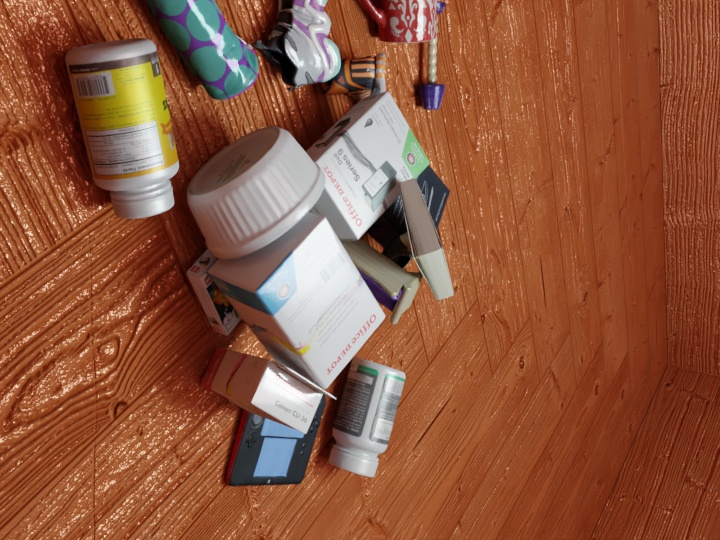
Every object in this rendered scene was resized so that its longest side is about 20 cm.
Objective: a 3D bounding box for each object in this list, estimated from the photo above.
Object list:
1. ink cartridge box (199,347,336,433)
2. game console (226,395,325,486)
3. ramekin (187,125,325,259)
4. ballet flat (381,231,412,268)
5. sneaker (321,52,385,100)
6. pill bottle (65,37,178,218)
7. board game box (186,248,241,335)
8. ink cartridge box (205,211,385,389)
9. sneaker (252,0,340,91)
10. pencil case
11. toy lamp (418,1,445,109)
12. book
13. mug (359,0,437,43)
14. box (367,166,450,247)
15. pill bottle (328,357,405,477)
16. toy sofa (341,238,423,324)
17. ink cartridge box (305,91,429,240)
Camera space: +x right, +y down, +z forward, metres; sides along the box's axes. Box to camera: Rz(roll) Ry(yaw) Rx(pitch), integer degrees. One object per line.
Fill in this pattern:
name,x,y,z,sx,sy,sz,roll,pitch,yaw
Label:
ink cartridge box,-0.139,0.179,1.118,0.116,0.198,0.069,36,70,-34
game console,-0.140,0.283,1.304,0.198,0.030,0.182,21,81,-53
ramekin,-0.153,-0.117,1.057,0.204,0.199,0.095,-53,124,-32
ballet flat,0.052,0.010,1.403,0.065,0.057,0.202,15,120,-39
sneaker,-0.011,-0.326,1.300,0.200,0.109,0.080,76,15,-83
pill bottle,-0.285,-0.173,0.925,0.108,0.107,0.205,-31,122,-46
board game box,-0.176,-0.017,1.163,0.201,0.034,0.128,-53,146,-32
ink cartridge box,-0.090,0.035,1.090,0.147,0.144,0.202,-47,127,-21
sneaker,-0.113,-0.376,1.146,0.138,0.077,0.205,-30,109,-34
pencil case,-0.215,-0.332,1.005,0.093,0.084,0.201,-47,136,-15
toy lamp,0.142,-0.425,1.501,0.058,0.057,0.206,-19,112,-50
book,0.113,-0.049,1.262,0.200,0.047,0.137,56,19,-64
mug,0.061,-0.516,1.341,0.134,0.172,0.205,-89,176,-65
box,0.070,-0.137,1.430,0.200,0.102,0.151,41,66,-51
pill bottle,0.010,0.279,1.440,0.112,0.111,0.205,28,76,-52
toy sofa,0.000,0.000,1.277,0.097,0.198,0.084,-36,155,-47
ink cartridge box,-0.001,-0.167,1.226,0.200,0.083,0.147,-47,116,-24
